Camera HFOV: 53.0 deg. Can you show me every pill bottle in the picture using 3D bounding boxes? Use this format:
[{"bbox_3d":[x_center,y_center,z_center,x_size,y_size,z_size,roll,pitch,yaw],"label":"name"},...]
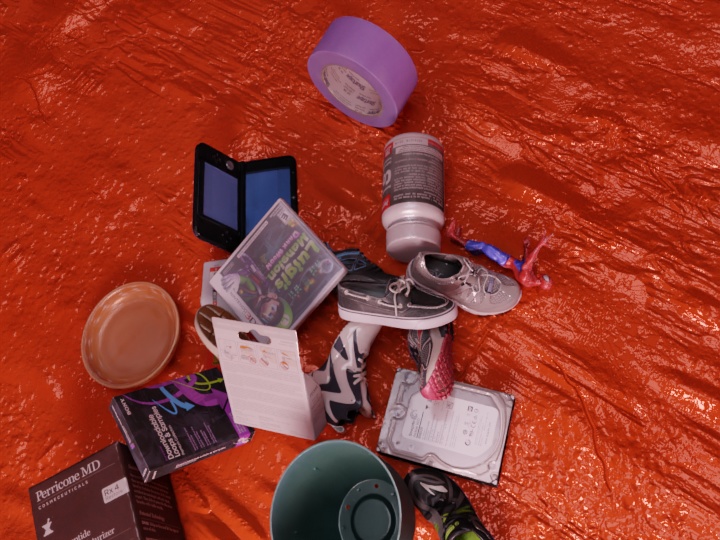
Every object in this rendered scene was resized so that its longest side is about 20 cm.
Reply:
[{"bbox_3d":[0.093,-0.127,1.269,0.111,0.114,0.205,-3,65,12],"label":"pill bottle"}]

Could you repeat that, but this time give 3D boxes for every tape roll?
[{"bbox_3d":[0.004,-0.367,1.350,0.197,0.201,0.086,25,74,23],"label":"tape roll"}]

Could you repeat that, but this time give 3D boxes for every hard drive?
[{"bbox_3d":[0.134,0.244,1.138,0.195,0.038,0.143,11,69,19],"label":"hard drive"}]

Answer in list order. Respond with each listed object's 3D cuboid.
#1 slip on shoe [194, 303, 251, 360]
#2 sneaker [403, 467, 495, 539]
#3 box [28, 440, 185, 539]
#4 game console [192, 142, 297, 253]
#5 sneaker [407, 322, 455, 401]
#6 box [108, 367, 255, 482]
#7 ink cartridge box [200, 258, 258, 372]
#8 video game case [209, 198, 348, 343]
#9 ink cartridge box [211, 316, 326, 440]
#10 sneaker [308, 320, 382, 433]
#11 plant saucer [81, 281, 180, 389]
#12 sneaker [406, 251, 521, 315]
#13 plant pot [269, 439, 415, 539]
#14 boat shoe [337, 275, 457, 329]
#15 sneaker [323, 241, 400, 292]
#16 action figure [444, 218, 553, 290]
[{"bbox_3d":[-0.211,0.142,1.237,0.198,0.061,0.076,38,48,11],"label":"slip on shoe"},{"bbox_3d":[0.139,0.366,1.055,0.071,0.083,0.200,-42,63,-2],"label":"sneaker"},{"bbox_3d":[-0.384,0.409,1.121,0.163,0.165,0.203,-27,63,1],"label":"box"},{"bbox_3d":[-0.215,-0.144,1.357,0.117,0.169,0.205,-23,59,32],"label":"game console"},{"bbox_3d":[0.109,0.132,1.149,0.073,0.082,0.202,-11,30,14],"label":"sneaker"},{"bbox_3d":[-0.288,0.244,1.173,0.197,0.036,0.144,-13,55,-42],"label":"box"},{"bbox_3d":[-0.210,0.074,1.292,0.158,0.050,0.205,-7,62,12],"label":"ink cartridge box"},{"bbox_3d":[-0.145,0.010,1.253,0.201,0.023,0.182,-47,72,8],"label":"video game case"},{"bbox_3d":[-0.142,0.161,1.130,0.156,0.205,0.047,6,29,26],"label":"ink cartridge box"},{"bbox_3d":[-0.001,0.175,1.179,0.129,0.080,0.200,39,80,24],"label":"sneaker"},{"bbox_3d":[-0.418,0.121,1.330,0.194,0.038,0.205,-5,66,12],"label":"plant saucer"},{"bbox_3d":[0.173,0.019,1.190,0.194,0.082,0.077,12,68,0],"label":"sneaker"},{"bbox_3d":[-0.009,0.358,1.043,0.195,0.161,0.206,-8,69,20],"label":"plant pot"},{"bbox_3d":[0.058,0.043,1.150,0.194,0.070,0.074,6,29,18],"label":"boat shoe"},{"bbox_3d":[0.000,0.000,1.259,0.195,0.074,0.084,12,68,18],"label":"sneaker"},{"bbox_3d":[0.249,-0.044,1.216,0.198,0.065,0.100,36,95,25],"label":"action figure"}]
